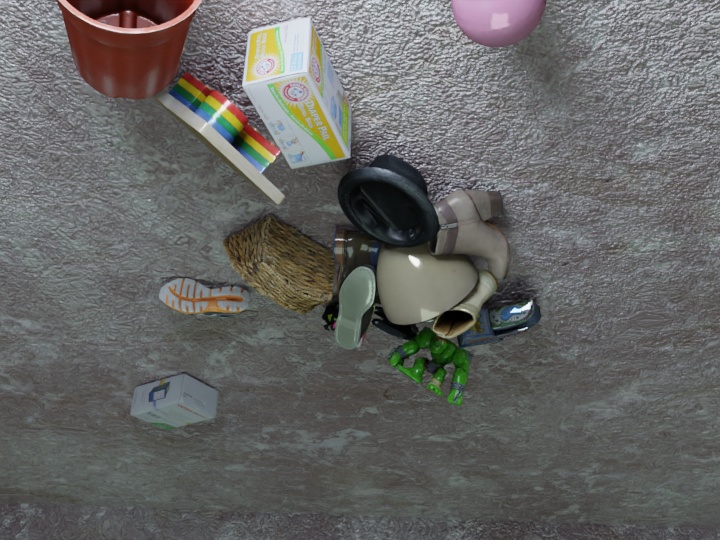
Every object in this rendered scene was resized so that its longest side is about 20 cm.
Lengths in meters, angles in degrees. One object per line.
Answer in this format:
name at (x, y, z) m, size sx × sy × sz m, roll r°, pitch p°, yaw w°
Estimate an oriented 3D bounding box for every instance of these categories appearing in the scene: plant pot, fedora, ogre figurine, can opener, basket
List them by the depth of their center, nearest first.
plant pot at (-0.308, -0.340, 1.153) m, size 0.199 × 0.202 × 0.195 m, roll 10°, pitch 157°, yaw -12°
fedora at (0.057, -0.132, 1.530) m, size 0.199 × 0.092 × 0.201 m, roll 15°, pitch 146°, yaw 10°
plant pot at (0.108, -0.010, 1.677) m, size 0.199 × 0.201 × 0.135 m, roll -17°, pitch 115°, yaw 30°
basket at (-0.167, 0.010, 1.749) m, size 0.148 × 0.144 × 0.199 m, roll -23°, pitch 140°, yaw 36°
ogre figurine at (0.164, 0.202, 1.935) m, size 0.098 × 0.120 × 0.199 m, roll 40°, pitch 170°, yaw -38°
can opener at (0.073, 0.122, 1.954) m, size 0.078 × 0.064 × 0.200 m, roll -17°, pitch 163°, yaw 20°

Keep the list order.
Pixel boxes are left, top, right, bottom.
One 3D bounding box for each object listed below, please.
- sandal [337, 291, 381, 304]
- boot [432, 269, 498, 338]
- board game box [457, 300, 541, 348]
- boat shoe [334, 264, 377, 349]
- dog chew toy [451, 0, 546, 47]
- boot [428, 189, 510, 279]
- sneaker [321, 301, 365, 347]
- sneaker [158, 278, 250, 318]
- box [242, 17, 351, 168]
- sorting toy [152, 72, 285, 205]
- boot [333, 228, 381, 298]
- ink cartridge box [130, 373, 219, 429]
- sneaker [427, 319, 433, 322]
sandal at (0.021, 0.039, 1.877) m, size 0.081 × 0.055 × 0.200 m, roll 26°, pitch 157°, yaw -23°
boot at (0.159, 0.072, 1.712) m, size 0.199 × 0.156 × 0.073 m, roll -10°, pitch 116°, yaw 32°
board game box at (0.285, 0.117, 1.885) m, size 0.198 × 0.062 × 0.200 m, roll -13°, pitch 169°, yaw 16°
boat shoe at (-0.004, 0.065, 1.759) m, size 0.071 × 0.061 × 0.202 m, roll 26°, pitch 126°, yaw 13°
dog chew toy at (0.164, -0.382, 1.099) m, size 0.124 × 0.125 × 0.201 m, roll -8°, pitch 140°, yaw 18°
boot at (0.195, -0.056, 1.601) m, size 0.145 × 0.070 × 0.202 m, roll -18°, pitch 115°, yaw -18°
sneaker at (-0.038, 0.115, 1.925) m, size 0.087 × 0.074 × 0.200 m, roll 22°, pitch -179°, yaw -15°
sneaker at (-0.346, 0.071, 1.936) m, size 0.198 × 0.079 × 0.077 m, roll 9°, pitch 158°, yaw -8°
box at (-0.091, -0.262, 1.319) m, size 0.101 × 0.113 × 0.200 m, roll -9°, pitch 146°, yaw 15°
sorting toy at (-0.209, -0.216, 1.354) m, size 0.070 × 0.199 × 0.200 m, roll -49°, pitch 137°, yaw -2°
boot at (0.000, 0.000, 1.764) m, size 0.096 × 0.075 × 0.201 m, roll 2°, pitch 138°, yaw 6°
ink cartridge box at (-0.514, 0.367, 2.429) m, size 0.199 × 0.088 × 0.145 m, roll -16°, pitch 144°, yaw 32°
sneaker at (0.188, 0.049, 1.823) m, size 0.080 × 0.077 × 0.201 m, roll -15°, pitch 150°, yaw -20°
